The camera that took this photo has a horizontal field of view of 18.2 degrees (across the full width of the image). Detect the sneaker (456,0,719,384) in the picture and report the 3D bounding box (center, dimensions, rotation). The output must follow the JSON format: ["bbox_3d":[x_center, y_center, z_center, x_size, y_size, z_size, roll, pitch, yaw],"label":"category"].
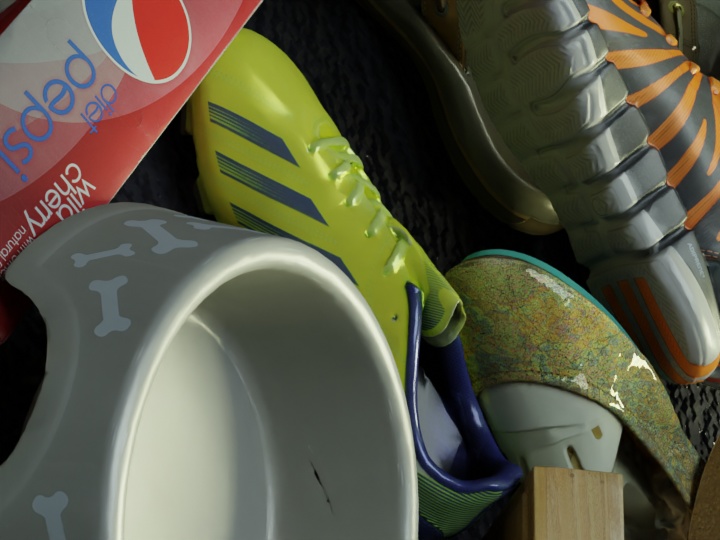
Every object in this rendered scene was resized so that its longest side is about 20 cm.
[{"bbox_3d":[0.117,-0.066,0.850,0.112,0.078,0.200,-29,99,-22],"label":"sneaker"}]

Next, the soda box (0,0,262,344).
[{"bbox_3d":[-0.107,-0.052,0.732,0.063,0.070,0.200,49,45,-18],"label":"soda box"}]

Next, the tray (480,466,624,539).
[{"bbox_3d":[0.062,0.179,0.773,0.037,0.099,0.200,7,63,-9],"label":"tray"}]

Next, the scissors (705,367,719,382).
[{"bbox_3d":[0.194,-0.014,0.879,0.073,0.200,0.014,20,45,-8],"label":"scissors"}]

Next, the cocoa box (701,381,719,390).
[{"bbox_3d":[0.240,-0.037,0.952,0.131,0.200,0.133,21,42,17],"label":"cocoa box"}]

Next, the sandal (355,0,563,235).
[{"bbox_3d":[0.044,-0.111,0.918,0.080,0.054,0.200,-22,82,-48],"label":"sandal"}]

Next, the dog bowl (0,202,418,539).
[{"bbox_3d":[-0.047,0.078,0.690,0.200,0.059,0.201,5,84,-59],"label":"dog bowl"}]

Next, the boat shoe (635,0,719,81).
[{"bbox_3d":[0.121,-0.037,0.960,0.066,0.074,0.200,24,60,-7],"label":"boat shoe"}]

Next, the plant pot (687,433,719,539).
[{"bbox_3d":[0.249,0.140,0.864,0.186,0.200,0.187,13,75,-59],"label":"plant pot"}]

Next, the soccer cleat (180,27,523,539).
[{"bbox_3d":[0.001,0.000,0.804,0.065,0.084,0.200,-20,87,-48],"label":"soccer cleat"}]

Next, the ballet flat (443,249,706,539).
[{"bbox_3d":[0.088,0.070,0.848,0.200,0.071,0.071,50,42,-43],"label":"ballet flat"}]
